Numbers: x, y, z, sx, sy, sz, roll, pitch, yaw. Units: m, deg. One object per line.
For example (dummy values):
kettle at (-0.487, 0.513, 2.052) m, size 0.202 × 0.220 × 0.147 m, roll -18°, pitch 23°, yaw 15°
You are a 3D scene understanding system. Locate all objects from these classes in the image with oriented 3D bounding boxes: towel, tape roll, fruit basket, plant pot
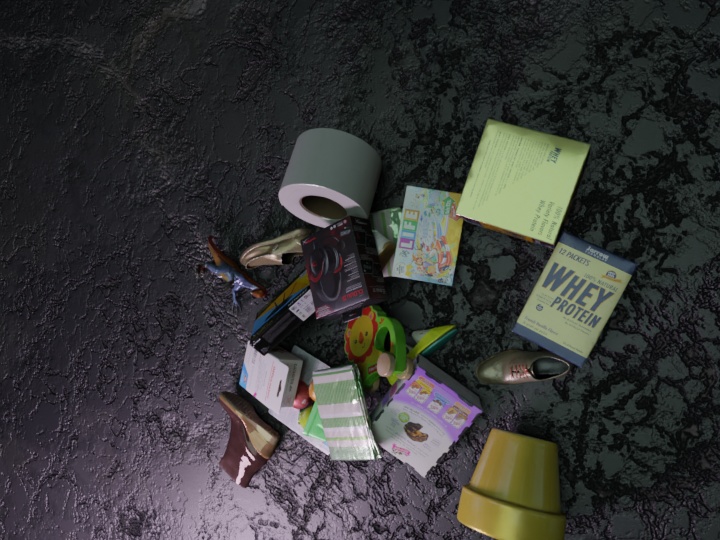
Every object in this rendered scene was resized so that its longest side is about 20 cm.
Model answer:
towel at (-0.035, 0.305, 1.176) m, size 0.152 × 0.023 × 0.201 m, roll -18°, pitch 86°, yaw 44°
tape roll at (-0.064, -0.194, 1.200) m, size 0.202 × 0.203 × 0.140 m, roll 9°, pitch 70°, yaw 21°
fruit basket at (-0.114, 0.303, 1.301) m, size 0.200 × 0.094 × 0.186 m, roll 26°, pitch 98°, yaw 35°
plant pot at (0.306, 0.418, 1.078) m, size 0.200 × 0.201 × 0.190 m, roll 10°, pitch 78°, yaw 21°
towel at (0.014, -0.058, 1.275) m, size 0.199 × 0.023 × 0.153 m, roll -7°, pitch 87°, yaw 19°

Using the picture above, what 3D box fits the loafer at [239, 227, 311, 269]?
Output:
loafer at (-0.204, -0.042, 1.336) m, size 0.199 × 0.076 × 0.068 m, roll -23°, pitch 75°, yaw 19°

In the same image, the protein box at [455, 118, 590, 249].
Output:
protein box at (0.327, -0.169, 1.104) m, size 0.199 × 0.135 × 0.199 m, roll 21°, pitch 95°, yaw 21°

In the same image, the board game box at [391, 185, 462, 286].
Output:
board game box at (0.150, -0.075, 1.202) m, size 0.134 × 0.034 × 0.201 m, roll 9°, pitch 89°, yaw 7°

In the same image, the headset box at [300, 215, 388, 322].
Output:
headset box at (-0.034, 0.006, 1.160) m, size 0.148 × 0.075 × 0.201 m, roll -22°, pitch 74°, yaw 34°

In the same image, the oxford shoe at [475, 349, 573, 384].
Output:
oxford shoe at (0.331, 0.197, 1.126) m, size 0.199 × 0.075 × 0.071 m, roll -16°, pitch 84°, yaw 20°

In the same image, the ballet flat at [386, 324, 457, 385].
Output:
ballet flat at (0.125, 0.175, 1.214) m, size 0.200 × 0.067 × 0.067 m, roll -48°, pitch 64°, yaw 15°

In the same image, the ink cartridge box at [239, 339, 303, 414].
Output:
ink cartridge box at (-0.202, 0.246, 1.286) m, size 0.200 × 0.068 × 0.116 m, roll 18°, pitch 97°, yaw 51°

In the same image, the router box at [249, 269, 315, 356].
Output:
router box at (-0.167, 0.087, 1.281) m, size 0.200 × 0.149 × 0.051 m, roll -42°, pitch 110°, yaw 14°

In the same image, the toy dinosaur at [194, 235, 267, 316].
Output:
toy dinosaur at (-0.317, 0.008, 1.376) m, size 0.180 × 0.105 × 0.201 m, roll 7°, pitch 79°, yaw 1°

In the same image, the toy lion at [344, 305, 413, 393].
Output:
toy lion at (0.027, 0.157, 1.199) m, size 0.200 × 0.068 × 0.193 m, roll -35°, pitch 49°, yaw 49°

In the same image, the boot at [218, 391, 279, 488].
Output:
boot at (-0.312, 0.419, 1.368) m, size 0.200 × 0.072 × 0.167 m, roll 38°, pitch 100°, yaw 14°

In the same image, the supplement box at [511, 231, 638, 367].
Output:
supplement box at (0.398, 0.052, 1.037) m, size 0.134 × 0.200 × 0.201 m, roll 28°, pitch 97°, yaw 18°

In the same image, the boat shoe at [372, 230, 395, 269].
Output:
boat shoe at (0.000, 0.000, 1.227) m, size 0.069 × 0.071 × 0.200 m, roll 46°, pitch 112°, yaw 26°

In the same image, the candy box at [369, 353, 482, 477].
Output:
candy box at (0.130, 0.309, 1.172) m, size 0.167 × 0.072 × 0.200 m, roll 36°, pitch 104°, yaw -4°
